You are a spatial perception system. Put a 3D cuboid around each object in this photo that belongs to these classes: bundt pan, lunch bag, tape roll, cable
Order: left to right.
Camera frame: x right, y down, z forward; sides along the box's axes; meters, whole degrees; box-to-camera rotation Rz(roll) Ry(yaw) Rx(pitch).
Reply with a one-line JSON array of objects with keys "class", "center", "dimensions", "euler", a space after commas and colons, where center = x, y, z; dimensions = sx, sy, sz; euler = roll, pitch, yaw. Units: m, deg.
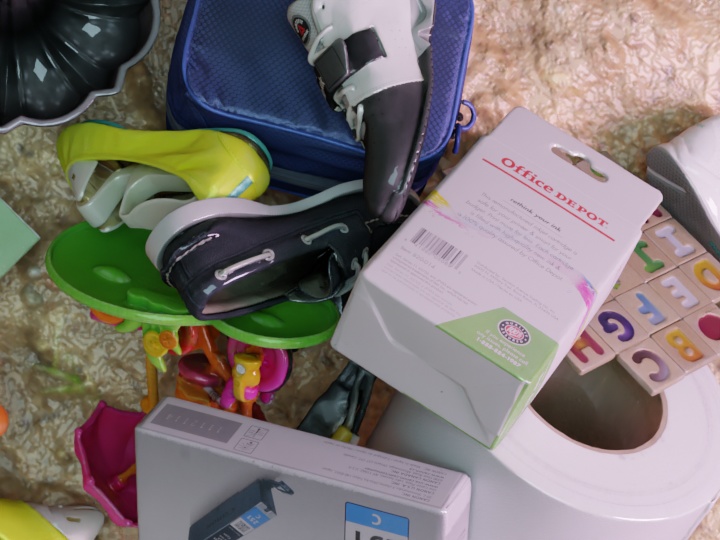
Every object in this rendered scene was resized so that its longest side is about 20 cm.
[{"class": "bundt pan", "center": [-0.222, -0.180, 1.300], "dimensions": [0.200, 0.076, 0.204], "euler": [1, 82, -8]}, {"class": "lunch bag", "center": [-0.020, -0.121, 1.301], "dimensions": [0.199, 0.132, 0.137], "euler": [16, 73, -6]}, {"class": "cable", "center": [0.004, 0.083, 1.322], "dimensions": [0.050, 0.097, 0.201], "euler": [36, 96, 7]}, {"class": "tape roll", "center": [0.112, 0.114, 1.266], "dimensions": [0.201, 0.203, 0.140], "euler": [23, 130, -5]}]

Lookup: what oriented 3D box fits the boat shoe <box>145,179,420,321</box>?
[{"class": "boat shoe", "center": [-0.034, -0.007, 1.222], "dimensions": [0.199, 0.076, 0.061], "euler": [-11, 57, -36]}]

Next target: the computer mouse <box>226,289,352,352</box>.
[{"class": "computer mouse", "center": [0.000, 0.000, 1.342], "dimensions": [0.199, 0.034, 0.059], "euler": [-25, 94, 11]}]

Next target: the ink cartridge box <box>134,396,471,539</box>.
[{"class": "ink cartridge box", "center": [-0.036, 0.178, 1.226], "dimensions": [0.199, 0.045, 0.177], "euler": [13, 123, 19]}]

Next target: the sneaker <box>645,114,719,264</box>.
[{"class": "sneaker", "center": [0.269, -0.013, 1.356], "dimensions": [0.080, 0.070, 0.201], "euler": [-34, 101, -20]}]

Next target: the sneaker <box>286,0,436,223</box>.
[{"class": "sneaker", "center": [-0.002, -0.122, 1.200], "dimensions": [0.088, 0.074, 0.201], "euler": [6, 64, -8]}]

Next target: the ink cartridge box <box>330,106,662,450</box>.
[{"class": "ink cartridge box", "center": [0.085, -0.001, 1.207], "dimensions": [0.117, 0.200, 0.068], "euler": [33, 136, 11]}]

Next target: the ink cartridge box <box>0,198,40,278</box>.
[{"class": "ink cartridge box", "center": [-0.307, -0.060, 1.320], "dimensions": [0.104, 0.059, 0.200], "euler": [-44, 95, 0]}]

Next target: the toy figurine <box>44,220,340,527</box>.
[{"class": "toy figurine", "center": [-0.110, 0.085, 1.297], "dimensions": [0.199, 0.150, 0.185], "euler": [21, 118, 27]}]

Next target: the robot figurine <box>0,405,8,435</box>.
[{"class": "robot figurine", "center": [-0.316, 0.110, 1.286], "dimensions": [0.199, 0.117, 0.144], "euler": [-28, 118, 25]}]

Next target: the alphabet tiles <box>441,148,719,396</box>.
[{"class": "alphabet tiles", "center": [0.148, -0.009, 1.298], "dimensions": [0.166, 0.006, 0.200], "euler": [-22, 61, -40]}]

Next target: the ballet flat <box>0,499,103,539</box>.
[{"class": "ballet flat", "center": [-0.176, 0.195, 1.340], "dimensions": [0.200, 0.067, 0.067], "euler": [40, 74, -9]}]

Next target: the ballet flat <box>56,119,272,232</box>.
[{"class": "ballet flat", "center": [-0.138, -0.054, 1.269], "dimensions": [0.067, 0.199, 0.067], "euler": [52, 58, -33]}]
